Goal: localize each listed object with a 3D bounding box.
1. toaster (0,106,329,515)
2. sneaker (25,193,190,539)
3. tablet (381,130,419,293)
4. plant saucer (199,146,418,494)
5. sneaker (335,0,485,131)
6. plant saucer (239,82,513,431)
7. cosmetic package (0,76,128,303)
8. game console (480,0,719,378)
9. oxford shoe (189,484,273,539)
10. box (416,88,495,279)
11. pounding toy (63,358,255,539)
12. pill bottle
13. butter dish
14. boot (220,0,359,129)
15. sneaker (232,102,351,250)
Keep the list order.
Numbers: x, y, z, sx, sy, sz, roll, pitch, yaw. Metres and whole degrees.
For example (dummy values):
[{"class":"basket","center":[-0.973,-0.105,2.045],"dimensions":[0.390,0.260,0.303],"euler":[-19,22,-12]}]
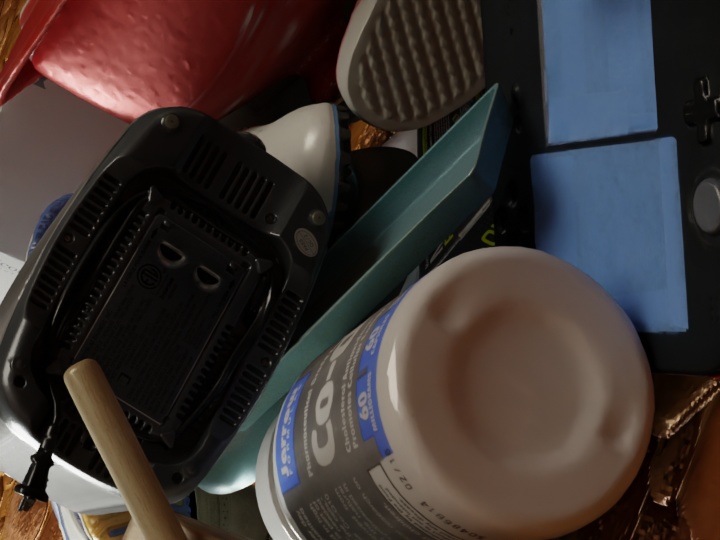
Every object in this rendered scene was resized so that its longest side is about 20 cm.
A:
[{"class":"toaster","center":[-0.104,0.031,0.954],"dimensions":[0.201,0.113,0.129],"euler":[-63,13,-21]},{"class":"sneaker","center":[-0.144,0.062,1.096],"dimensions":[0.088,0.075,0.201],"euler":[-38,56,58]},{"class":"tablet","center":[-0.004,0.017,1.169],"dimensions":[0.130,0.014,0.201],"euler":[-42,31,45]},{"class":"plant saucer","center":[-0.038,0.018,1.080],"dimensions":[0.200,0.027,0.201],"euler":[-46,25,28]},{"class":"sneaker","center":[0.046,-0.158,1.032],"dimensions":[0.201,0.075,0.105],"euler":[-58,23,-3]},{"class":"plant saucer","center":[0.000,0.000,0.942],"dimensions":[0.200,0.019,0.070],"euler":[-45,17,36]},{"class":"cosmetic package","center":[-0.163,-0.020,1.310],"dimensions":[0.200,0.199,0.123],"euler":[-23,46,63]},{"class":"game console","center":[0.102,-0.048,0.854],"dimensions":[0.200,0.031,0.178],"euler":[178,83,-66]},{"class":"oxford shoe","center":[-0.097,0.200,1.100],"dimensions":[0.070,0.075,0.201],"euler":[-17,51,62]},{"class":"box","center":[0.086,-0.099,1.038],"dimensions":[0.160,0.044,0.201],"euler":[-52,24,35]},{"class":"pounding toy","center":[-0.047,0.169,0.826],"dimensions":[0.184,0.142,0.201],"euler":[20,85,33]},{"class":"pill bottle","center":[0.029,0.070,0.886],"dimensions":[0.200,0.113,0.114],"euler":[140,149,-64]},{"class":"butter dish","center":[-0.056,-0.142,1.051],"dimensions":[0.200,0.148,0.200],"euler":[-47,2,39]},{"class":"boot","center":[-0.068,-0.127,1.184],"dimensions":[0.200,0.139,0.077],"euler":[-38,30,-30]},{"class":"sneaker","center":[-0.059,-0.039,1.051],"dimensions":[0.200,0.072,0.072],"euler":[160,113,-64]}]
